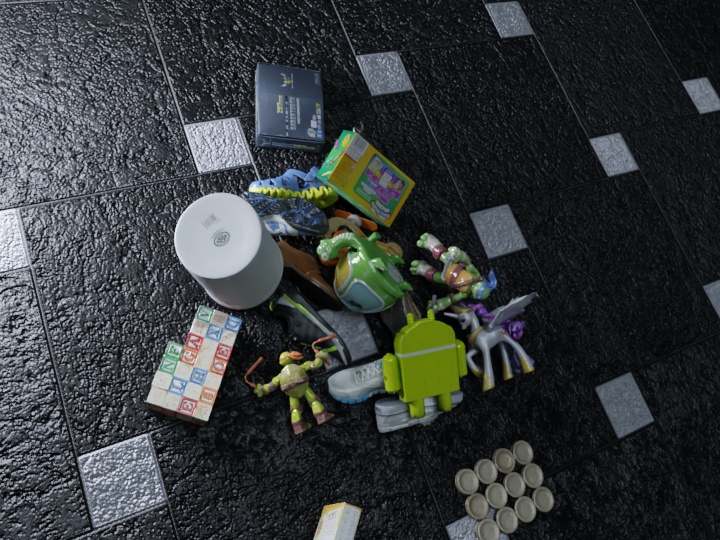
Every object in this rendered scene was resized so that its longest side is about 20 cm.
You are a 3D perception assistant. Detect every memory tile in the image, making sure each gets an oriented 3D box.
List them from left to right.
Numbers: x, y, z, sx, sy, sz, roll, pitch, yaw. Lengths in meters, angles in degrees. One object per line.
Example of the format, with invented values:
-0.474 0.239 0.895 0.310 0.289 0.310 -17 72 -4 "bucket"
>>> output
0.297 0.452 1.290 0.198 0.017 0.155 -18 75 -24 "memory tile"

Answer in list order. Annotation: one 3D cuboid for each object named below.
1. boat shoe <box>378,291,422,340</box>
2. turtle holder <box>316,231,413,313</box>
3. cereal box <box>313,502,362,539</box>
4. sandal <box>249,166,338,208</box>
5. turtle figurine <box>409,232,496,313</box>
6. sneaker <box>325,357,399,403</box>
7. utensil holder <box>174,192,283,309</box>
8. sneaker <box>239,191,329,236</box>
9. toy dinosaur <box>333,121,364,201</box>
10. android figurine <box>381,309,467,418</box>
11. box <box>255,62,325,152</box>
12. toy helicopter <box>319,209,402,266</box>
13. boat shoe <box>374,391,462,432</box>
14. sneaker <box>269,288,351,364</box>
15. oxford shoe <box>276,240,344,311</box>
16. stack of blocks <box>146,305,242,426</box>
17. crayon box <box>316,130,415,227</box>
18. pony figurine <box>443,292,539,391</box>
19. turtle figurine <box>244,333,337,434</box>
0.091 0.097 1.344 0.071 0.075 0.202 15 49 -50 "boat shoe"
0.006 0.010 1.267 0.185 0.131 0.142 29 30 -50 "turtle holder"
-0.061 0.506 1.071 0.039 0.144 0.202 23 63 -9 "cereal box"
-0.150 -0.182 1.370 0.197 0.080 0.088 -4 66 -30 "sandal"
0.165 0.010 1.320 0.199 0.145 0.194 -31 40 -16 "turtle figurine"
0.027 0.204 1.246 0.197 0.087 0.075 -7 44 -18 "sneaker"
-0.241 -0.032 1.175 0.167 0.200 0.173 0 74 1 "utensil holder"
-0.162 -0.109 1.317 0.197 0.077 0.077 15 57 -3 "sneaker"
-0.039 -0.271 1.436 0.076 0.102 0.202 18 54 -19 "toy dinosaur"
0.127 0.179 1.220 0.179 0.041 0.203 -10 95 -21 "android figurine"
-0.165 -0.378 1.455 0.155 0.051 0.203 3 68 -17 "box"
0.005 -0.066 1.386 0.198 0.079 0.134 16 55 -24 "toy helicopter"
0.119 0.284 1.277 0.197 0.073 0.066 -5 98 -20 "boat shoe"
-0.103 0.128 1.271 0.083 0.072 0.200 -44 86 -4 "sneaker"
-0.105 0.007 1.307 0.199 0.071 0.071 39 57 1 "oxford shoe"
-0.308 0.172 1.171 0.114 0.059 0.202 20 63 -10 "stack of blocks"
0.015 -0.197 1.370 0.199 0.058 0.120 35 85 -33 "crayon box"
0.295 0.134 1.355 0.191 0.167 0.202 -20 79 -9 "pony figurine"
-0.111 0.216 1.195 0.198 0.064 0.163 -25 86 -4 "turtle figurine"
